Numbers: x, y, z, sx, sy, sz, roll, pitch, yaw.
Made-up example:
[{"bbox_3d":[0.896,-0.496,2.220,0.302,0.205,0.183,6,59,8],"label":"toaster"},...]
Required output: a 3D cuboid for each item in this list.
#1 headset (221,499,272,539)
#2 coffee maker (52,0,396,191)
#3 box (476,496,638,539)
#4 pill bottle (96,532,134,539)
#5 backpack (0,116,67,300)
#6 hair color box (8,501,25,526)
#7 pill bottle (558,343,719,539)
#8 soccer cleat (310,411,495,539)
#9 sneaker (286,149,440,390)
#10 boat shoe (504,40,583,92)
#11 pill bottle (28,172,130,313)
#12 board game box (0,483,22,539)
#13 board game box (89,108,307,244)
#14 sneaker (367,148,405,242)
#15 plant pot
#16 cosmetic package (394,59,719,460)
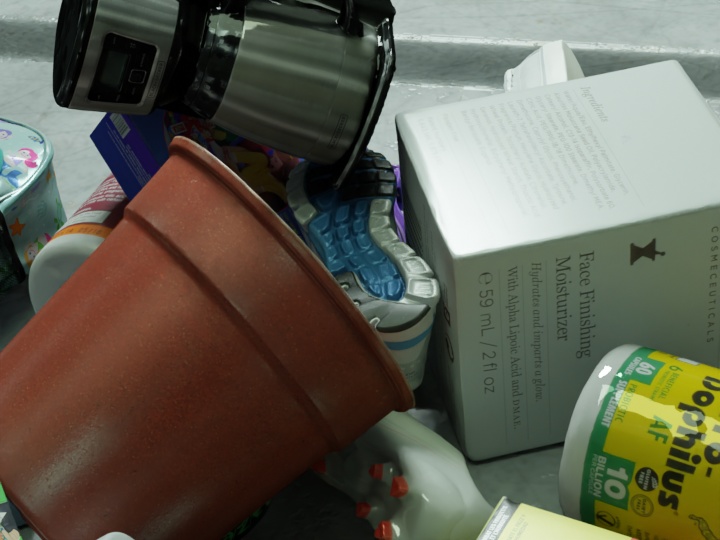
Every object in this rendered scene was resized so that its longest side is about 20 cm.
[{"bbox_3d":[-0.138,0.104,1.023,0.123,0.094,0.200,-35,61,-27],"label":"headset"},{"bbox_3d":[-0.092,-0.152,1.039,0.198,0.136,0.192,15,13,-15],"label":"coffee maker"},{"bbox_3d":[0.156,0.186,0.852,0.198,0.076,0.050,14,41,27],"label":"box"},{"bbox_3d":[-0.180,0.215,0.778,0.199,0.115,0.115,-30,37,7],"label":"pill bottle"},{"bbox_3d":[-0.317,-0.045,1.173,0.176,0.152,0.200,16,37,28],"label":"backpack"},{"bbox_3d":[-0.311,0.133,1.002,0.198,0.061,0.099,-17,39,-13],"label":"hair color box"},{"bbox_3d":[0.220,0.120,0.896,0.198,0.114,0.113,17,43,28],"label":"pill bottle"},{"bbox_3d":[0.015,0.112,0.987,0.077,0.070,0.200,13,18,-30],"label":"soccer cleat"},{"bbox_3d":[0.000,0.000,1.041,0.074,0.087,0.201,-12,42,-5],"label":"sneaker"},{"bbox_3d":[0.136,-0.102,1.235,0.068,0.072,0.201,-24,40,23],"label":"boat shoe"},{"bbox_3d":[-0.136,-0.029,1.143,0.113,0.115,0.201,10,41,21],"label":"pill bottle"},{"bbox_3d":[-0.257,0.139,0.851,0.029,0.200,0.135,3,51,-47],"label":"board game box"},{"bbox_3d":[-0.072,-0.036,1.083,0.134,0.045,0.201,-24,78,-45],"label":"board game box"},{"bbox_3d":[-0.008,-0.067,1.228,0.082,0.081,0.201,0,41,-20],"label":"sneaker"},{"bbox_3d":[-0.107,0.067,0.890,0.195,0.201,0.200,-42,46,-11],"label":"plant pot"},{"bbox_3d":[0.138,-0.009,1.035,0.198,0.166,0.166,-12,38,-6],"label":"cosmetic package"}]
